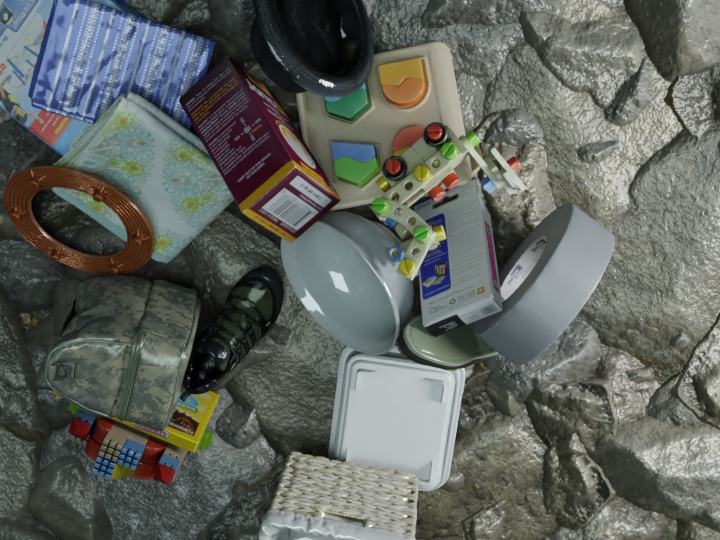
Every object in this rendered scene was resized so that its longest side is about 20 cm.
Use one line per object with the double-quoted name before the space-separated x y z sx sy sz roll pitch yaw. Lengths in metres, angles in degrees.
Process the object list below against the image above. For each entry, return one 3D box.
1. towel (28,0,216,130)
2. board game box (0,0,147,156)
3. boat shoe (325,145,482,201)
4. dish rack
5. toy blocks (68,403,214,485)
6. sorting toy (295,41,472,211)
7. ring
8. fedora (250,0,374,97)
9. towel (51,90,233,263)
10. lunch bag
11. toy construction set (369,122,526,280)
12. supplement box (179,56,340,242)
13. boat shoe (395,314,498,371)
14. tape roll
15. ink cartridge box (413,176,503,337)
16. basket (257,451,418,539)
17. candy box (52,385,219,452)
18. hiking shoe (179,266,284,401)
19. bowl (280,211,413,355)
"towel" -0.292 -0.242 1.433 0.199 0.024 0.145 16 108 -14
"board game box" -0.374 -0.272 1.471 0.196 0.056 0.200 39 104 -7
"boat shoe" 0.054 -0.123 1.488 0.200 0.063 0.074 -16 79 1
"dish rack" 0.046 0.203 1.576 0.171 0.044 0.201 8 106 1
"toy blocks" -0.307 0.227 1.552 0.199 0.137 0.100 23 109 -2
"sorting toy" 0.026 -0.180 1.446 0.199 0.036 0.186 -10 80 4
"ring" -0.358 -0.057 1.485 0.199 0.019 0.201 11 142 9
"fedora" -0.076 -0.289 1.413 0.091 0.201 0.201 -27 104 44
"towel" -0.267 -0.113 1.468 0.200 0.048 0.171 35 122 -27
"lunch bag" -0.300 0.093 1.487 0.167 0.200 0.140 16 115 -8
"toy construction set" 0.095 -0.092 1.375 0.200 0.092 0.131 -35 73 -7
"supplement box" -0.122 -0.145 1.408 0.086 0.110 0.200 -39 58 12
"boat shoe" 0.108 0.095 1.473 0.060 0.201 0.072 -33 68 36
"tape roll" 0.221 0.016 1.434 0.066 0.200 0.201 36 104 -5
"ink cartridge box" 0.117 -0.019 1.445 0.094 0.201 0.037 -24 137 23
"basket" -0.032 0.366 1.540 0.197 0.161 0.201 10 121 1
"candy box" -0.294 0.164 1.556 0.199 0.102 0.026 23 123 -3
"hiking shoe" -0.165 0.087 1.528 0.076 0.101 0.200 32 104 -6
"bowl" 0.000 0.000 1.478 0.090 0.201 0.202 -39 102 -30
